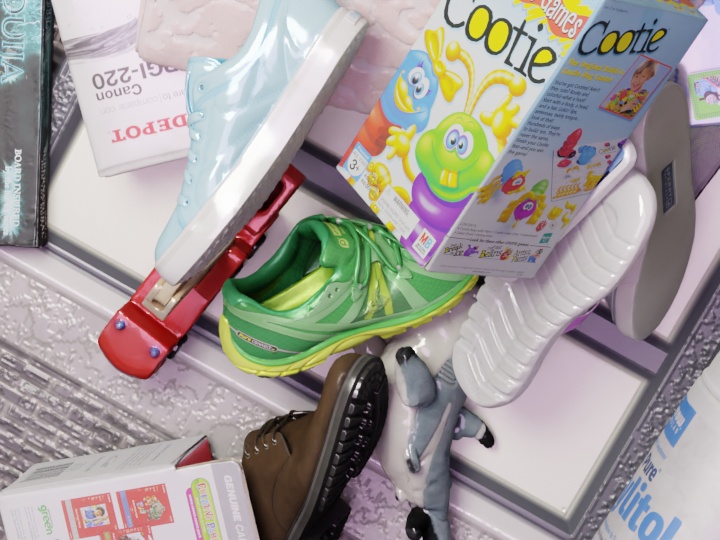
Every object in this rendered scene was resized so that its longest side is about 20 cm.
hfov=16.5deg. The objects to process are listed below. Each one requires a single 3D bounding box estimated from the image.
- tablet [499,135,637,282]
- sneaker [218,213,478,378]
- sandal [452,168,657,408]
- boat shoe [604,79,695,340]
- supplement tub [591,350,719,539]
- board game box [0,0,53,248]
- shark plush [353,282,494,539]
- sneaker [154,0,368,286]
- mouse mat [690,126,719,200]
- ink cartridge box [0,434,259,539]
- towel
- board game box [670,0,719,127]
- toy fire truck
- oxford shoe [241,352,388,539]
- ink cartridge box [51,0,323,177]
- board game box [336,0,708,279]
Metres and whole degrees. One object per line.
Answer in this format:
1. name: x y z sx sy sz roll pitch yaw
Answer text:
1. tablet: 0.088 -0.107 1.571 0.130 0.014 0.200 -46 58 31
2. sneaker: 0.000 0.000 1.604 0.200 0.074 0.084 -28 134 -15
3. sandal: 0.126 0.005 1.578 0.203 0.050 0.082 -51 59 34
4. boat shoe: 0.168 -0.047 1.592 0.072 0.070 0.201 25 137 33
5. supplement tub: 0.234 0.164 1.605 0.132 0.132 0.200 31 103 2
6. board game box: -0.276 -0.118 1.681 0.135 0.028 0.200 5 101 7
7. shark plush: 0.056 0.111 1.657 0.083 0.091 0.200 -9 94 -21
8. sneaker: -0.079 -0.088 1.499 0.082 0.074 0.200 35 95 6
9. mouse mat: 0.191 -0.140 1.618 0.161 0.008 0.200 36 104 1
10. ink cartridge box: -0.132 0.223 1.690 0.176 0.084 0.200 -10 99 14
11. towel: -0.032 -0.178 1.506 0.200 0.032 0.191 14 135 3
12. board game box: 0.195 -0.166 1.591 0.200 0.037 0.151 -4 100 10
13. toy fire truck: -0.107 -0.005 1.619 0.049 0.141 0.200 39 103 0
14. oxford shoe: -0.041 0.122 1.642 0.084 0.073 0.200 35 128 14
15. ink cartridge box: -0.122 -0.174 1.620 0.146 0.085 0.200 -13 100 11
16. board game box: 0.094 -0.105 1.486 0.103 0.105 0.200 50 119 33
